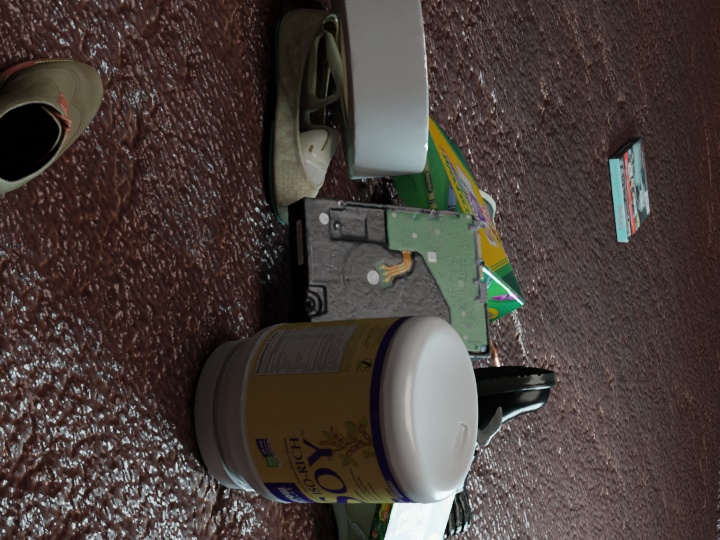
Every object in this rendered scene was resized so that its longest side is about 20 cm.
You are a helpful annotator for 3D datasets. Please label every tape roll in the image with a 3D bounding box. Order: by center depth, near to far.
[{"bbox_3d":[0.016,-0.189,1.366,0.202,0.070,0.206,175,-90,-86],"label":"tape roll"}]

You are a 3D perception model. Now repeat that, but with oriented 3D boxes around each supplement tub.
[{"bbox_3d":[-0.019,0.113,1.182,0.145,0.198,0.148,15,72,-59],"label":"supplement tub"}]

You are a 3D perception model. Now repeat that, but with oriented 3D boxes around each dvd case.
[{"bbox_3d":[0.475,-0.146,2.582,0.200,0.022,0.148,-36,120,-61],"label":"dvd case"}]

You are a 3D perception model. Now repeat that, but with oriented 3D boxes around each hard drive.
[{"bbox_3d":[0.028,0.011,1.336,0.198,0.038,0.142,3,77,-33],"label":"hard drive"}]

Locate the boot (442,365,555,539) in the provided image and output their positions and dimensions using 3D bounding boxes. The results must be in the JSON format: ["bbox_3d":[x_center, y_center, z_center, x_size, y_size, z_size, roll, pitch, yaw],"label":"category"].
[{"bbox_3d":[0.110,0.189,1.518,0.079,0.208,0.160,-143,-138,-79],"label":"boot"}]

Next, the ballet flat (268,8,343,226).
[{"bbox_3d":[-0.047,-0.141,1.328,0.067,0.062,0.203,11,78,-64],"label":"ballet flat"}]

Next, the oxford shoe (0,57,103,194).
[{"bbox_3d":[-0.207,-0.088,0.937,0.200,0.074,0.071,-53,134,-56],"label":"oxford shoe"}]

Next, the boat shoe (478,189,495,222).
[{"bbox_3d":[0.117,-0.045,1.674,0.200,0.072,0.064,54,47,-68],"label":"boat shoe"}]

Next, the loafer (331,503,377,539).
[{"bbox_3d":[0.015,0.248,1.421,0.076,0.067,0.202,-52,134,-56],"label":"loafer"}]

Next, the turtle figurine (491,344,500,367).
[{"bbox_3d":[0.077,0.023,1.555,0.199,0.064,0.163,37,32,-38],"label":"turtle figurine"}]

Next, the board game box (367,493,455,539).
[{"bbox_3d":[0.033,0.290,1.396,0.104,0.023,0.203,-10,119,-53],"label":"board game box"}]

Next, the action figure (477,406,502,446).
[{"bbox_3d":[0.029,0.137,1.342,0.200,0.191,0.106,-122,-138,-65],"label":"action figure"}]

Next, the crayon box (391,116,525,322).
[{"bbox_3d":[0.091,-0.055,1.502,0.119,0.058,0.202,37,29,-57],"label":"crayon box"}]
